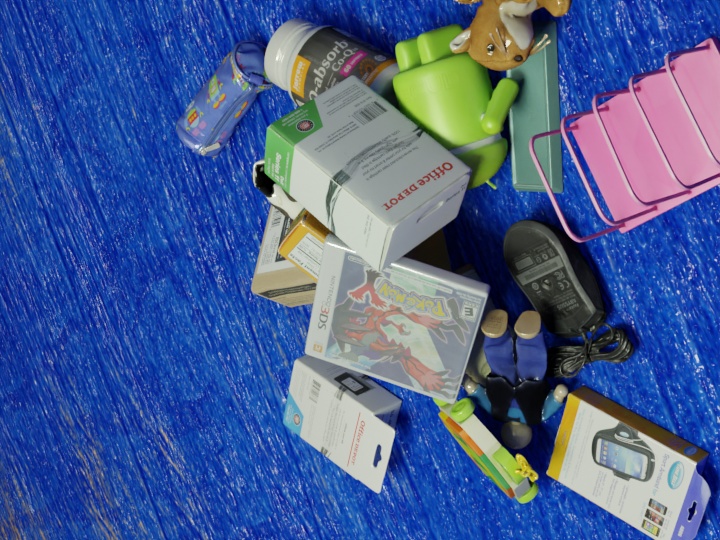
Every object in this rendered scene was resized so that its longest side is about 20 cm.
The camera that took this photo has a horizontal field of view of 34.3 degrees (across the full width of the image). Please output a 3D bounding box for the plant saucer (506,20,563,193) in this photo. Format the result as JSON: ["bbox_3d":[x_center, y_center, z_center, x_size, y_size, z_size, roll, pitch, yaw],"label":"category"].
[{"bbox_3d":[0.203,-0.192,1.385,0.069,0.019,0.203,7,109,41],"label":"plant saucer"}]

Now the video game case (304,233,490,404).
[{"bbox_3d":[0.039,0.060,1.379,0.197,0.023,0.184,18,130,7],"label":"video game case"}]

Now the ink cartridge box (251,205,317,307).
[{"bbox_3d":[-0.057,-0.062,1.544,0.164,0.074,0.203,-13,61,55],"label":"ink cartridge box"}]

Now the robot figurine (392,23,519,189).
[{"bbox_3d":[0.108,-0.187,1.402,0.174,0.115,0.203,-8,101,52],"label":"robot figurine"}]

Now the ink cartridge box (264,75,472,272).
[{"bbox_3d":[0.007,-0.114,1.344,0.200,0.146,0.084,41,146,23],"label":"ink cartridge box"}]

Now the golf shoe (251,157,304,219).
[{"bbox_3d":[-0.096,-0.137,1.490,0.078,0.094,0.201,-54,33,22],"label":"golf shoe"}]

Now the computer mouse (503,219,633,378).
[{"bbox_3d":[0.241,0.024,1.400,0.138,0.053,0.202,-21,99,45],"label":"computer mouse"}]

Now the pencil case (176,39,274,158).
[{"bbox_3d":[-0.195,-0.243,1.690,0.200,0.077,0.088,-43,45,42],"label":"pencil case"}]

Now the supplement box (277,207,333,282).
[{"bbox_3d":[0.000,0.000,1.405,0.199,0.067,0.069,40,129,-11],"label":"supplement box"}]

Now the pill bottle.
[{"bbox_3d":[-0.025,-0.247,1.509,0.199,0.116,0.118,32,123,31],"label":"pill bottle"}]

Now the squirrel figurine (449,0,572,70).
[{"bbox_3d":[0.160,-0.331,1.314,0.200,0.140,0.189,46,132,42],"label":"squirrel figurine"}]

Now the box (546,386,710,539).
[{"bbox_3d":[0.325,0.237,1.391,0.199,0.041,0.121,28,119,31],"label":"box"}]

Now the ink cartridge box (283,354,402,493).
[{"bbox_3d":[-0.014,0.214,1.674,0.199,0.066,0.117,32,122,32],"label":"ink cartridge box"}]

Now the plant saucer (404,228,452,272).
[{"bbox_3d":[0.027,-0.017,1.528,0.199,0.048,0.203,-36,56,43],"label":"plant saucer"}]

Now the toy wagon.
[{"bbox_3d":[0.161,0.224,1.451,0.156,0.039,0.200,52,175,-16],"label":"toy wagon"}]

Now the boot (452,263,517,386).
[{"bbox_3d":[0.125,0.108,1.515,0.155,0.072,0.200,52,131,14],"label":"boot"}]

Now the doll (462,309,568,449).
[{"bbox_3d":[0.184,0.137,1.414,0.134,0.049,0.202,2,129,15],"label":"doll"}]

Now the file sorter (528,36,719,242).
[{"bbox_3d":[0.300,-0.132,1.240,0.199,0.125,0.140,-31,82,43],"label":"file sorter"}]
